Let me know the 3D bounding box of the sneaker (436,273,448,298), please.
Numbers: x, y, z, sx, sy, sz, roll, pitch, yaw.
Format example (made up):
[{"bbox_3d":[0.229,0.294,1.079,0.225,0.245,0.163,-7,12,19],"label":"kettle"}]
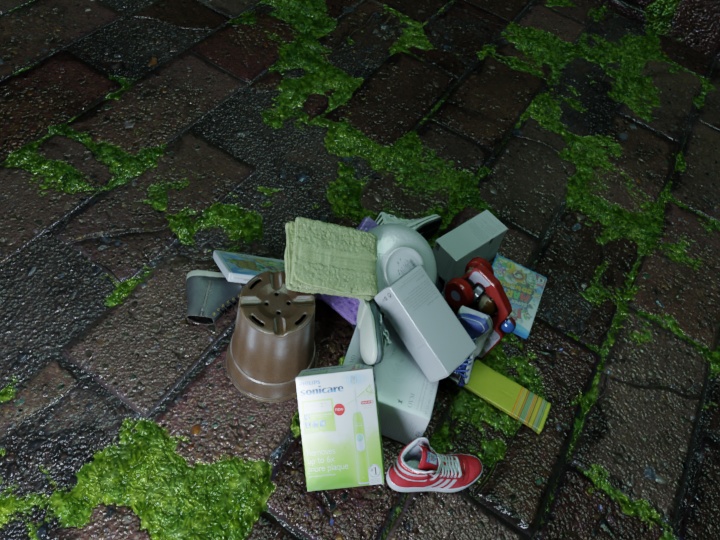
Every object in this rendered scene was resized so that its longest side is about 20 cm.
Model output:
[{"bbox_3d":[0.165,0.045,1.533,0.194,0.081,0.080,16,48,-1],"label":"sneaker"}]

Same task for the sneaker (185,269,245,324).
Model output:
[{"bbox_3d":[-0.282,0.066,1.429,0.193,0.075,0.109,3,64,-14],"label":"sneaker"}]

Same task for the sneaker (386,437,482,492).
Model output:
[{"bbox_3d":[0.152,0.366,1.239,0.193,0.114,0.073,-3,51,-15],"label":"sneaker"}]

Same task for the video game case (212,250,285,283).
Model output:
[{"bbox_3d":[-0.217,-0.001,1.421,0.177,0.023,0.200,8,12,-24],"label":"video game case"}]

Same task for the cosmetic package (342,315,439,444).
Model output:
[{"bbox_3d":[0.059,0.215,1.338,0.194,0.125,0.202,17,49,4],"label":"cosmetic package"}]

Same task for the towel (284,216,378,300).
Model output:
[{"bbox_3d":[-0.055,-0.021,1.290,0.194,0.036,0.153,8,69,-20],"label":"towel"}]

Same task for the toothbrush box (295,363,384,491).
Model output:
[{"bbox_3d":[-0.035,0.282,1.195,0.141,0.086,0.207,-5,89,3],"label":"toothbrush box"}]

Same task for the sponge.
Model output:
[{"bbox_3d":[0.000,0.000,1.414,0.111,0.030,0.203,37,77,-16],"label":"sponge"}]

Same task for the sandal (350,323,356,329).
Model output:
[{"bbox_3d":[0.074,0.126,1.444,0.195,0.077,0.043,22,50,6],"label":"sandal"}]

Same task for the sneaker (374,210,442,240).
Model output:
[{"bbox_3d":[0.108,-0.122,1.658,0.197,0.077,0.116,-24,61,-26],"label":"sneaker"}]

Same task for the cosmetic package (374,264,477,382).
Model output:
[{"bbox_3d":[0.127,0.103,1.278,0.101,0.074,0.203,-31,87,-34],"label":"cosmetic package"}]

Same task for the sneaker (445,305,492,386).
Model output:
[{"bbox_3d":[0.217,0.173,1.367,0.078,0.202,0.117,17,57,10],"label":"sneaker"}]

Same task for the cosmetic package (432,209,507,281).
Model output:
[{"bbox_3d":[0.260,-0.052,1.612,0.198,0.114,0.081,-32,62,-31],"label":"cosmetic package"}]

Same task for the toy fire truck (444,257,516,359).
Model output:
[{"bbox_3d":[0.255,0.085,1.423,0.168,0.201,0.112,45,51,11],"label":"toy fire truck"}]

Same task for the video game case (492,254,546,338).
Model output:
[{"bbox_3d":[0.369,0.060,1.605,0.140,0.018,0.202,26,50,8],"label":"video game case"}]

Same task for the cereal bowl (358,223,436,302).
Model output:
[{"bbox_3d":[0.078,0.001,1.383,0.194,0.083,0.207,1,88,-18],"label":"cereal bowl"}]

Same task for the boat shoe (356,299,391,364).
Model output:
[{"bbox_3d":[0.033,0.115,1.260,0.060,0.075,0.201,13,22,-12],"label":"boat shoe"}]

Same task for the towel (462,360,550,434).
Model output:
[{"bbox_3d":[0.314,0.269,1.422,0.196,0.018,0.086,30,45,13],"label":"towel"}]

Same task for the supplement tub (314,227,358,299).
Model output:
[{"bbox_3d":[-0.042,-0.018,1.491,0.194,0.147,0.148,-8,52,-19],"label":"supplement tub"}]

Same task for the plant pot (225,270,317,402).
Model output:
[{"bbox_3d":[-0.173,0.123,1.311,0.193,0.201,0.205,6,49,-7],"label":"plant pot"}]
